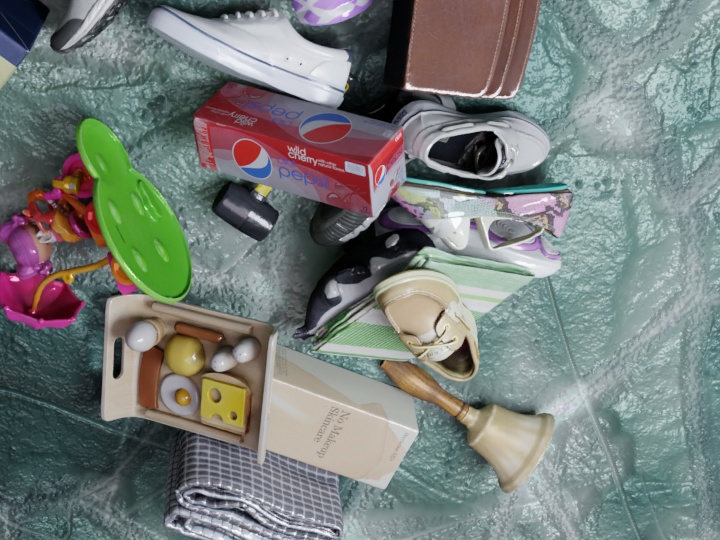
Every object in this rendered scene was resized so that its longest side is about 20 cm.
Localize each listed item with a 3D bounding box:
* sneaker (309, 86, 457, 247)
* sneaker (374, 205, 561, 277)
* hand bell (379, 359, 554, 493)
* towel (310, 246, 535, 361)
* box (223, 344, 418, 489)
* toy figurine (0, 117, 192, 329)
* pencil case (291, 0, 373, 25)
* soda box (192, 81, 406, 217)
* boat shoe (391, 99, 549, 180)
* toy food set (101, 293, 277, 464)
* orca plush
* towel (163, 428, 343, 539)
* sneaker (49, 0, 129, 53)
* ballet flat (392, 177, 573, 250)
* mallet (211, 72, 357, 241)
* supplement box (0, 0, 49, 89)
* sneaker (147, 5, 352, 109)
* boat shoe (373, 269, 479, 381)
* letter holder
[{"bbox_3d":[0.003,-0.112,1.219,0.200,0.066,0.090,-48,138,14],"label":"sneaker"},{"bbox_3d":[0.110,-0.013,1.297,0.200,0.075,0.100,8,123,0],"label":"sneaker"},{"bbox_3d":[0.107,0.156,1.383,0.200,0.104,0.104,32,111,-7],"label":"hand bell"},{"bbox_3d":[0.060,0.040,1.270,0.152,0.023,0.200,10,144,-38],"label":"towel"},{"bbox_3d":[-0.045,0.159,1.361,0.200,0.078,0.095,20,114,-15],"label":"box"},{"bbox_3d":[-0.298,-0.024,1.230,0.184,0.150,0.200,-25,95,19],"label":"toy figurine"},{"bbox_3d":[-0.044,-0.321,1.112,0.085,0.084,0.200,-35,124,-26],"label":"pencil case"},{"bbox_3d":[-0.059,-0.117,1.160,0.200,0.070,0.063,18,137,24],"label":"soda box"},{"bbox_3d":[0.121,-0.120,1.197,0.200,0.066,0.072,9,120,-42],"label":"boat shoe"},{"bbox_3d":[-0.181,0.113,1.284,0.200,0.060,0.144,13,107,23],"label":"toy food set"},{"bbox_3d":[0.000,0.000,1.271,0.105,0.071,0.200,2,150,-29],"label":"orca plush"},{"bbox_3d":[-0.111,0.236,1.349,0.200,0.166,0.086,19,109,-14],"label":"towel"},{"bbox_3d":[-0.236,-0.289,1.121,0.079,0.074,0.200,30,105,-9],"label":"sneaker"},{"bbox_3d":[0.120,-0.055,1.218,0.200,0.069,0.071,1,96,-20],"label":"ballet flat"},{"bbox_3d":[-0.064,-0.113,1.244,0.200,0.041,0.066,-44,112,12],"label":"mallet"},{"bbox_3d":[-0.427,-0.204,1.105,0.200,0.134,0.200,37,109,-21],"label":"supplement box"},{"bbox_3d":[-0.103,-0.219,1.174,0.200,0.073,0.071,21,91,-16],"label":"sneaker"},{"bbox_3d":[0.075,0.057,1.210,0.074,0.066,0.200,-24,151,18],"label":"boat shoe"},{"bbox_3d":[0.109,-0.258,1.116,0.142,0.101,0.200,6,100,-10],"label":"letter holder"}]
